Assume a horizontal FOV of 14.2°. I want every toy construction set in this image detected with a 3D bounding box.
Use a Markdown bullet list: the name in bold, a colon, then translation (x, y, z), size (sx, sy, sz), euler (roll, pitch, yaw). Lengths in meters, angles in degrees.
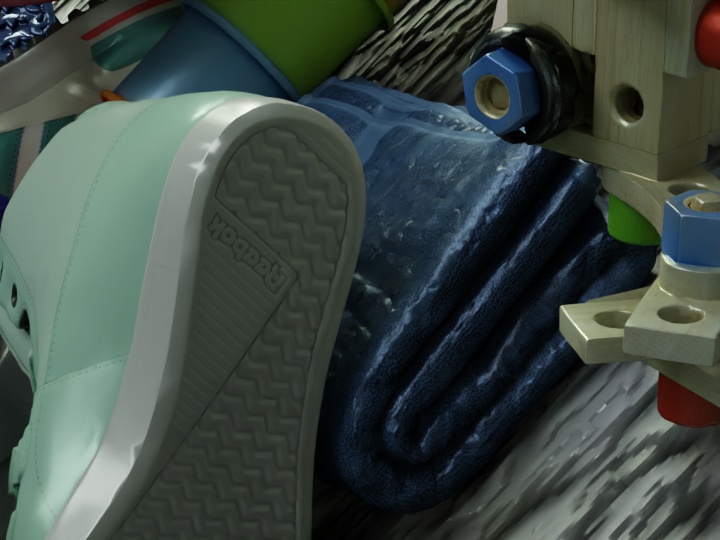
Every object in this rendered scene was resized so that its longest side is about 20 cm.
- **toy construction set**: translation (0.083, -0.068, 0.660), size (0.131, 0.092, 0.201), euler (19, 104, 38)

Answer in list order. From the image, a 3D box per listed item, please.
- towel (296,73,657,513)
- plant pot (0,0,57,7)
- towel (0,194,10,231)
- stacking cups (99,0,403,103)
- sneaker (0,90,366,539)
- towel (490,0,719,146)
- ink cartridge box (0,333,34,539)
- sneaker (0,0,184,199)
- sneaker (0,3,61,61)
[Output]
- **towel**: translation (0.000, 0.000, 0.816), size (0.112, 0.049, 0.200), euler (-50, 22, -6)
- **plant pot**: translation (-0.092, -0.193, 0.943), size (0.200, 0.201, 0.182), euler (-38, -3, 21)
- **towel**: translation (-0.172, 0.043, 0.790), size (0.147, 0.050, 0.200), euler (-31, 18, 13)
- **stacking cups**: translation (-0.049, -0.055, 0.912), size (0.200, 0.061, 0.060), euler (-47, 21, -9)
- **sneaker**: translation (-0.065, 0.050, 0.758), size (0.118, 0.074, 0.201), euler (14, 87, 60)
- **towel**: translation (0.106, -0.125, 0.759), size (0.200, 0.032, 0.192), euler (6, 83, 64)
- **ink cartridge box**: translation (-0.148, 0.112, 0.849), size (0.200, 0.083, 0.145), euler (-28, 30, 41)
- **sneaker**: translation (-0.109, -0.012, 0.961), size (0.200, 0.093, 0.070), euler (-34, -23, -6)
- **sneaker**: translation (-0.122, -0.021, 1.065), size (0.070, 0.078, 0.200), euler (-9, 50, 3)
